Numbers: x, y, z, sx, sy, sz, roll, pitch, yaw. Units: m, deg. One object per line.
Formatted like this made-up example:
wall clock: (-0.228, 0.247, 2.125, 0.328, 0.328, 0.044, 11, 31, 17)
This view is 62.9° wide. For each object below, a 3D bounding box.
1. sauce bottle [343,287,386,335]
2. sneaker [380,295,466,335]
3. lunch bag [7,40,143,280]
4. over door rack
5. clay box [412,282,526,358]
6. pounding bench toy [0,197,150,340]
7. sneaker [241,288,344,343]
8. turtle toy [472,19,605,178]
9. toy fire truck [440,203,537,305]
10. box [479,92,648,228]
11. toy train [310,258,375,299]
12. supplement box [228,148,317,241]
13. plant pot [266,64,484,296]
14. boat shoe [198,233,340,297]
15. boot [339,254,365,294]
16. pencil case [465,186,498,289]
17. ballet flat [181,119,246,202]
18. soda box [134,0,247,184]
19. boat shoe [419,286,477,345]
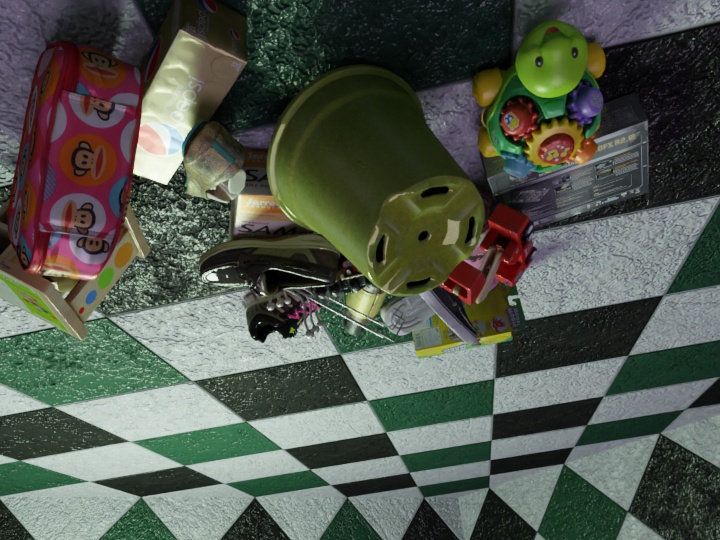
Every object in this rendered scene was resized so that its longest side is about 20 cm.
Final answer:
sauce bottle: (0.006, 0.052, 1.018, 0.063, 0.066, 0.201, 1, 149, -14)
sneaker: (0.124, 0.037, 1.023, 0.197, 0.077, 0.081, -24, -168, 0)
lunch bag: (-0.271, -0.105, 0.551, 0.081, 0.204, 0.175, 9, -169, -37)
over door rack: (-0.035, 0.070, 0.883, 0.196, 0.068, 0.148, 16, -178, 2)
clay box: (0.188, 0.080, 1.056, 0.196, 0.117, 0.048, -12, 151, 9)
pounding bench toy: (-0.379, -0.048, 0.695, 0.197, 0.157, 0.125, 24, 151, 9)
sneaker: (-0.112, 0.070, 0.999, 0.197, 0.089, 0.074, -17, 149, 16)
turtle toy: (0.197, -0.177, 0.629, 0.143, 0.102, 0.201, -12, 142, 8)
toy fire truck: (0.173, -0.008, 0.776, 0.048, 0.142, 0.200, 31, 173, 26)
box: (0.273, -0.131, 0.782, 0.197, 0.049, 0.158, -19, 147, 18)
toy train: (0.000, 0.000, 0.732, 0.198, 0.046, 0.034, -13, -166, 44)
supplement box: (-0.109, -0.064, 0.784, 0.124, 0.075, 0.201, 1, 149, -15)
plant pot: (0.026, -0.080, 0.606, 0.197, 0.185, 0.203, -17, 132, -20)
boat shoe: (-0.120, -0.001, 0.742, 0.196, 0.066, 0.073, -10, 152, 21)
boot: (0.024, -0.017, 0.793, 0.166, 0.078, 0.200, -23, -176, 11)
pencil case: (0.169, -0.039, 0.879, 0.085, 0.084, 0.201, -22, 148, 3)
ballet flat: (-0.153, -0.105, 0.633, 0.069, 0.072, 0.200, 1, 178, -14)
soda box: (-0.186, -0.175, 0.588, 0.067, 0.065, 0.199, 16, 143, -34)
boat shoe: (0.132, 0.038, 0.946, 0.057, 0.069, 0.200, -42, 107, 3)
